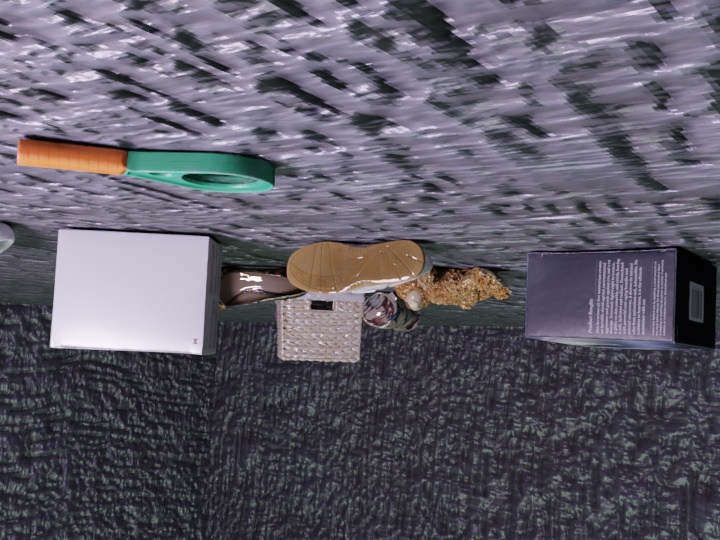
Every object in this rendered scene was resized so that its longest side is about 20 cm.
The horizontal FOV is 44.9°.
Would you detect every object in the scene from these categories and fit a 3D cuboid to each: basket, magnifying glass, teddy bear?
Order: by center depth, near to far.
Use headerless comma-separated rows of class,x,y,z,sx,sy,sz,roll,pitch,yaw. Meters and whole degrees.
magnifying glass,-0.165,-0.082,0.691,0.199,0.022,0.080,6,173,-21
teddy bear,0.144,0.031,1.409,0.199,0.067,0.145,1,171,12
basket,-0.099,0.129,2.015,0.197,0.161,0.200,3,176,-8

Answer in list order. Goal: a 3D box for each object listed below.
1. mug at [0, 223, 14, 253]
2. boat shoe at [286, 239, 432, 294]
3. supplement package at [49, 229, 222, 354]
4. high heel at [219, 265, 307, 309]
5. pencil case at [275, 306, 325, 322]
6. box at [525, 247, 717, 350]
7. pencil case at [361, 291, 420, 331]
mug,-0.536,-0.008,1.101,0.200,0.148,0.175,-28,180,-25
boat shoe,0.000,0.000,1.152,0.199,0.071,0.069,-1,171,25
supplement package,-0.296,0.031,1.172,0.199,0.156,0.111,3,176,-1
high heel,-0.185,0.030,1.481,0.142,0.072,0.200,6,-166,44
pencil case,-0.124,0.112,2.205,0.083,0.087,0.200,-5,171,37
box,0.352,0.043,1.170,0.198,0.124,0.200,0,173,36
pencil case,0.077,0.096,1.993,0.089,0.078,0.200,-29,164,16
